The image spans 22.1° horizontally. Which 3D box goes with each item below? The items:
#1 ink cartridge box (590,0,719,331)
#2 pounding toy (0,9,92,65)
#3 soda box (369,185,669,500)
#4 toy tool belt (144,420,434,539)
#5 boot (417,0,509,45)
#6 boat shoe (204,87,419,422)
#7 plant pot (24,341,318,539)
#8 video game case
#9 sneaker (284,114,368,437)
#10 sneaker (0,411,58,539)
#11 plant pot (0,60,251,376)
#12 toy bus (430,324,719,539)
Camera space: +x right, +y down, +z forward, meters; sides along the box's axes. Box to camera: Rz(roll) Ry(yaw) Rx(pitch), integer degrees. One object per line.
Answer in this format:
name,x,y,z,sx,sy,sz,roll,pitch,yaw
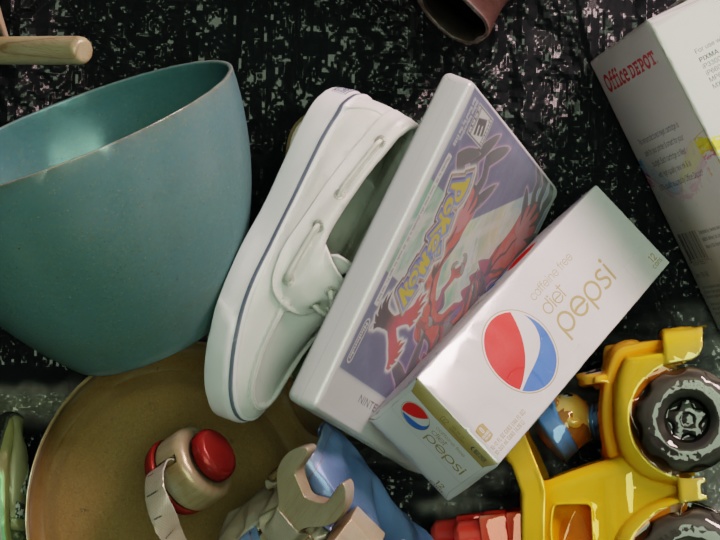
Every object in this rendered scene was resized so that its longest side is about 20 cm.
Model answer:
ink cartridge box,0.256,-0.082,1.118,0.144,0.145,0.201,-27,91,-7
pounding toy,-0.263,-0.147,1.040,0.199,0.184,0.143,-16,89,-7
soda box,0.095,0.039,1.074,0.068,0.064,0.200,46,54,0
toy tool belt,-0.015,0.144,1.053,0.123,0.125,0.200,-35,105,26
boot,0.045,-0.245,1.099,0.200,0.072,0.166,50,41,-8
boat shoe,-0.026,-0.003,1.039,0.065,0.073,0.201,22,94,28
plant pot,-0.107,0.143,1.095,0.199,0.027,0.202,3,83,-29
video game case,0.043,0.009,1.077,0.023,0.182,0.201,22,82,26
sneaker,0.000,0.000,1.103,0.067,0.090,0.202,2,85,-40
sneaker,-0.184,0.182,1.100,0.088,0.077,0.202,-7,92,-24
plant pot,-0.144,-0.020,1.056,0.199,0.200,0.136,-23,107,-7
toy bus,0.135,0.138,1.112,0.190,0.136,0.202,-4,85,9
